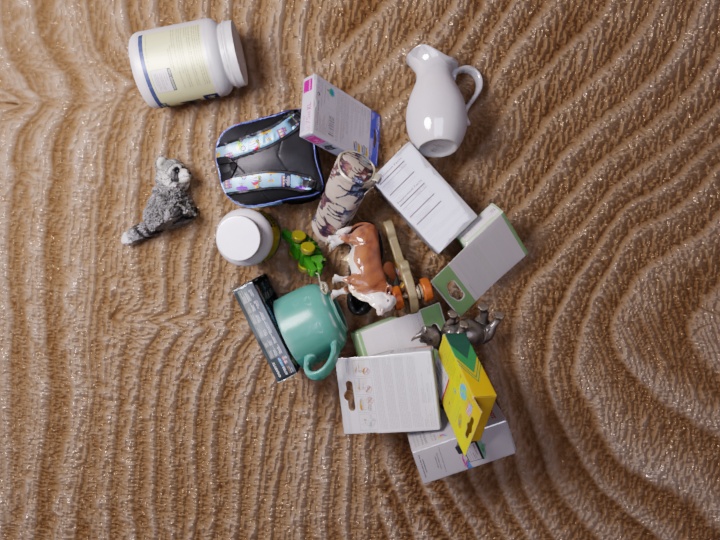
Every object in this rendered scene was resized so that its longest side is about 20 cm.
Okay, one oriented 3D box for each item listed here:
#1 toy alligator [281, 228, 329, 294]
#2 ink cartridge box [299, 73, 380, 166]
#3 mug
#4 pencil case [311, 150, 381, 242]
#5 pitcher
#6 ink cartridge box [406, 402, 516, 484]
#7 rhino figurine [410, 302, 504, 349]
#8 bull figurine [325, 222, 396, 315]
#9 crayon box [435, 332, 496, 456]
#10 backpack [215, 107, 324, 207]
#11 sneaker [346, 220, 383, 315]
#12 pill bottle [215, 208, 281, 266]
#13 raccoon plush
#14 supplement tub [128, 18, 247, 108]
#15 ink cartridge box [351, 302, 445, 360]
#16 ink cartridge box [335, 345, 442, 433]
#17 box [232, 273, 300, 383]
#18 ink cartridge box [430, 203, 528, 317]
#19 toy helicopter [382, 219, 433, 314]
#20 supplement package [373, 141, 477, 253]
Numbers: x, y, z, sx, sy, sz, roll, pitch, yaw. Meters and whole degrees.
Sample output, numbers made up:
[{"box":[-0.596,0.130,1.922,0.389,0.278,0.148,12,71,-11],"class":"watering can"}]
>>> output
[{"box":[-0.097,-0.025,1.197,0.054,0.200,0.060,-15,139,-31],"class":"toy alligator"},{"box":[-0.036,-0.288,1.155,0.042,0.199,0.121,-7,74,41],"class":"ink cartridge box"},{"box":[-0.086,0.120,1.184,0.113,0.152,0.187,-26,83,2],"class":"mug"},{"box":[-0.034,-0.138,1.158,0.089,0.078,0.201,37,138,7],"class":"pencil case"},{"box":[0.174,-0.333,1.169,0.169,0.121,0.203,4,73,-16],"class":"pitcher"},{"box":[0.200,0.336,1.206,0.198,0.145,0.085,-19,106,1],"class":"ink cartridge box"},{"box":[0.196,0.128,1.205,0.198,0.060,0.088,-10,134,-18],"class":"rhino figurine"},{"box":[0.000,0.000,1.134,0.120,0.065,0.202,-3,65,-12],"class":"bull figurine"},{"box":[0.199,0.234,1.119,0.050,0.201,0.128,-1,127,-14],"class":"crayon box"},{"box":[-0.180,-0.214,1.169,0.198,0.135,0.185,-13,95,1],"class":"backpack"},{"box":[0.009,-0.002,1.211,0.075,0.091,0.203,2,93,1],"class":"sneaker"},{"box":[-0.221,-0.065,1.148,0.110,0.200,0.113,0,95,-1],"class":"pill bottle"},{"box":[-0.429,-0.149,1.199,0.198,0.097,0.135,-21,87,1],"class":"raccoon plush"},{"box":[-0.334,-0.409,1.148,0.198,0.145,0.147,-11,95,0],"class":"supplement tub"},{"box":[0.094,0.167,1.241,0.198,0.048,0.147,-20,95,-20],"class":"ink cartridge box"},{"box":[0.058,0.244,1.179,0.198,0.050,0.164,-6,95,14],"class":"ink cartridge box"},{"box":[-0.180,0.111,1.184,0.046,0.159,0.202,-26,95,3],"class":"box"},{"box":[0.236,-0.018,1.196,0.200,0.048,0.146,-42,130,3],"class":"ink cartridge box"},{"box":[0.084,-0.007,1.205,0.078,0.132,0.202,-16,76,-2],"class":"toy helicopter"},{"box":[0.124,-0.145,1.188,0.109,0.114,0.200,-43,93,3],"class":"supplement package"}]
